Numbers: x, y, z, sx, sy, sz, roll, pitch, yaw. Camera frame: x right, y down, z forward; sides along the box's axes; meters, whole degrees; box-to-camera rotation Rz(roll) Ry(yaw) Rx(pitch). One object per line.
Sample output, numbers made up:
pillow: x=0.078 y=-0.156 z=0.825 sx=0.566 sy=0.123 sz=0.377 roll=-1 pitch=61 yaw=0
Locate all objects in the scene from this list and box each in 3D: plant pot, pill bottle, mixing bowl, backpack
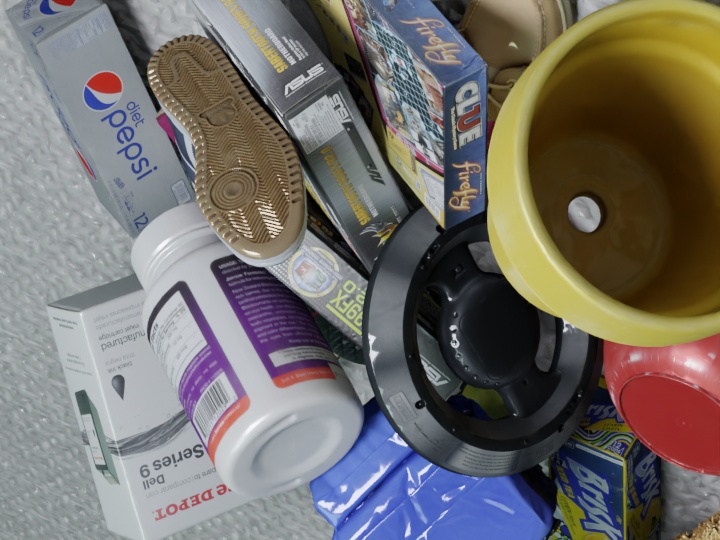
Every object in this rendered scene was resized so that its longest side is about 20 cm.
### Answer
plant pot: x=0.162 y=-0.047 z=1.408 sx=0.201 sy=0.201 sz=0.189 roll=40 pitch=164 yaw=-4
pill bottle: x=-0.087 y=0.050 z=1.619 sx=0.200 sy=0.111 sz=0.112 roll=59 pitch=161 yaw=32
mixing bowl: x=0.240 y=0.067 z=1.544 sx=0.199 sy=0.109 sz=0.201 roll=25 pitch=148 yaw=18
backpack: x=0.054 y=0.164 z=1.690 sx=0.168 sy=0.162 sz=0.200 roll=52 pitch=-172 yaw=-1

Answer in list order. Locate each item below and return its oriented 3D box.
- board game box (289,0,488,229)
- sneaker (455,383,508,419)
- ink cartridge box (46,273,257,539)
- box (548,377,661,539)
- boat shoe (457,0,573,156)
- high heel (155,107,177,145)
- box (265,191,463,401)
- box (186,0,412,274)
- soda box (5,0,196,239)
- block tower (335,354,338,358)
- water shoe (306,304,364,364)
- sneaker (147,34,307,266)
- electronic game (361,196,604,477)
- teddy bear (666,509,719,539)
board game box: x=0.015 y=-0.140 z=1.482 sx=0.200 sy=0.034 sz=0.136 roll=52 pitch=159 yaw=33
sneaker: x=0.081 y=0.140 z=1.827 sx=0.075 sy=0.076 sz=0.200 roll=41 pitch=146 yaw=-4
ink cartridge box: x=-0.153 y=0.103 z=1.867 sx=0.084 sy=0.145 sz=0.201 roll=7 pitch=114 yaw=61
box: x=0.189 y=0.170 z=1.769 sx=0.070 sy=0.064 sz=0.201 roll=21 pitch=146 yaw=23
boat shoe: x=0.085 y=-0.123 z=1.485 sx=0.073 sy=0.069 sz=0.200 roll=29 pitch=148 yaw=12
high heel: x=-0.097 y=-0.092 z=1.672 sx=0.096 sy=0.067 sz=0.200 roll=51 pitch=176 yaw=-1
box: x=0.000 y=0.000 z=1.660 sx=0.200 sy=0.160 sz=0.044 roll=40 pitch=105 yaw=-6
box: x=-0.041 y=-0.109 z=1.545 sx=0.159 sy=0.048 sz=0.200 roll=52 pitch=175 yaw=35
soda box: x=-0.196 y=-0.125 z=1.751 sx=0.068 sy=0.063 sz=0.201 roll=44 pitch=163 yaw=48
block tower: x=-0.060 y=0.089 z=1.923 sx=0.058 sy=0.054 sz=0.200 roll=35 pitch=148 yaw=4
water shoe: x=-0.022 y=0.005 z=1.768 sx=0.071 sy=0.079 sz=0.200 roll=-27 pitch=140 yaw=28
sneaker: x=-0.074 y=-0.056 z=1.494 sx=0.200 sy=0.070 sz=0.109 roll=62 pitch=176 yaw=39
electronic game: x=0.087 y=0.041 z=1.573 sx=0.200 sy=0.200 sz=0.042 roll=50 pitch=154 yaw=-20
teddy bear: x=0.238 y=0.245 z=1.740 sx=0.199 sy=0.067 sz=0.145 roll=-19 pitch=138 yaw=21
